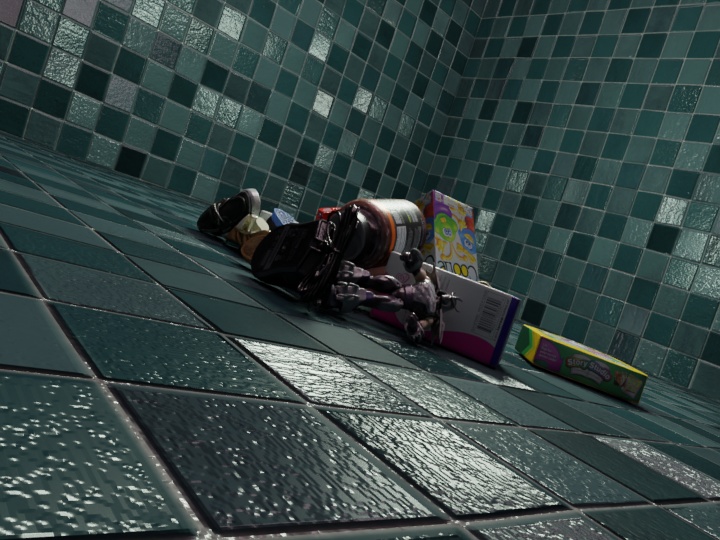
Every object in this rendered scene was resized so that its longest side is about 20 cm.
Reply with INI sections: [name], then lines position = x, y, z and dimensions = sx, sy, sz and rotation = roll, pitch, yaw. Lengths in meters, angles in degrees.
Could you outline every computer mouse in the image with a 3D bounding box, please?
[computer mouse]
position = -0.075, -0.013, 0.794
dimensions = 0.053, 0.141, 0.198
rotation = 38, -21, -32

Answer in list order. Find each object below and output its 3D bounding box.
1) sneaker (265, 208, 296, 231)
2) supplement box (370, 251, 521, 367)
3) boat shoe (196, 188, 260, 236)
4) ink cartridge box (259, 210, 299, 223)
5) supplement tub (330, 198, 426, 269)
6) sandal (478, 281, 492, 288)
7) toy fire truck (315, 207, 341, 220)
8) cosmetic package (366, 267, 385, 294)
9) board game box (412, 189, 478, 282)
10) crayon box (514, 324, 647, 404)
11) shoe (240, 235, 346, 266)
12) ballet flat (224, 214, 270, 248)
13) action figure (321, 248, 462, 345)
[sneaker]
position = -0.149, -0.041, 1.195
dimensions = 0.069, 0.079, 0.201
rotation = 21, 24, -32
[supplement box]
position = 0.128, 0.055, 0.902
dimensions = 0.196, 0.103, 0.103
rotation = 21, 3, 17
[boat shoe]
position = -0.265, -0.105, 1.201
dimensions = 0.070, 0.074, 0.199
rotation = -5, -13, -38
[ink cartridge box]
position = -0.147, -0.067, 1.409
dimensions = 0.144, 0.086, 0.199
rotation = 18, 3, -33
[supplement tub]
position = 0.023, -0.059, 0.953
dimensions = 0.105, 0.109, 0.199
rotation = 21, 15, 26
[sandal]
position = 0.247, 0.054, 1.284
dimensions = 0.212, 0.078, 0.070
rotation = 46, -3, -28
[toy fire truck]
position = -0.047, -0.067, 1.084
dimensions = 0.138, 0.050, 0.199
rotation = -4, 22, -33
[cosmetic package]
position = 0.000, 0.000, 1.161
dimensions = 0.198, 0.089, 0.102
rotation = 24, 8, 41
[board game box]
position = 0.134, -0.017, 1.064
dimensions = 0.101, 0.204, 0.104
rotation = 18, -32, -31
[crayon box]
position = 0.403, 0.170, 1.132
dimensions = 0.196, 0.060, 0.173
rotation = 20, 4, 4
[shoe]
position = -0.103, -0.001, 0.910
dimensions = 0.197, 0.054, 0.070
rotation = 19, 46, 32
[ballet flat]
position = -0.199, -0.064, 1.113
dimensions = 0.067, 0.074, 0.199
rotation = 19, 3, -25
[action figure]
position = 0.046, 0.033, 0.805
dimensions = 0.195, 0.070, 0.132
rotation = 7, 50, -14
